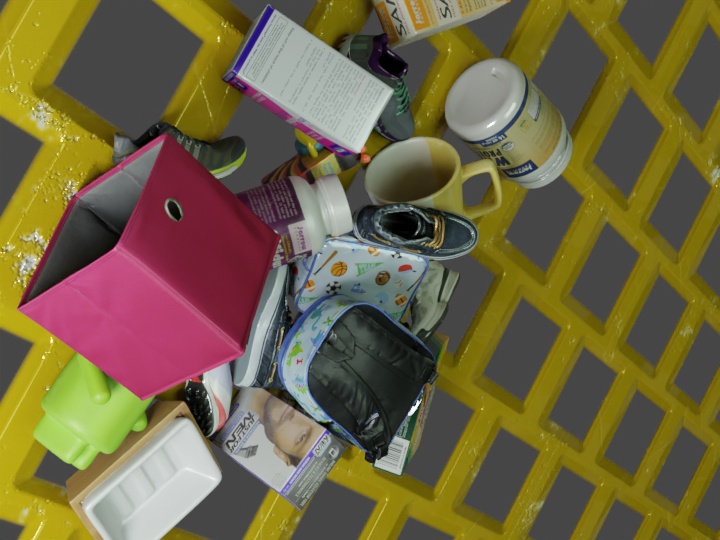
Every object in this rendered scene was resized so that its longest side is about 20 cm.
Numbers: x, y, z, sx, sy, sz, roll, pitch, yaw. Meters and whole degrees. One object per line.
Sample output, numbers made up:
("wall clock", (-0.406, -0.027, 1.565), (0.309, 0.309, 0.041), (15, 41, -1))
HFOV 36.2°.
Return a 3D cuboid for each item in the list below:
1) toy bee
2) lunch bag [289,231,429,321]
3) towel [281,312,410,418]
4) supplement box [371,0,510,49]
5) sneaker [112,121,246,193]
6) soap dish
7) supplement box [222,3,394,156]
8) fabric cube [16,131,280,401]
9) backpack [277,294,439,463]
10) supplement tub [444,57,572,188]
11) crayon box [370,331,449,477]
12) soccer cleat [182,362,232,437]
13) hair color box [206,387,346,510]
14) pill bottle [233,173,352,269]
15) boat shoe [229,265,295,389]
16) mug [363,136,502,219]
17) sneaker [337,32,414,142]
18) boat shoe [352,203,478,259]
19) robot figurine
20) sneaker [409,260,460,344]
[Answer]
("toy bee", (-0.044, -0.167, 1.567), (0.131, 0.108, 0.201), (37, 80, -41))
("lunch bag", (0.000, 0.000, 1.635), (0.198, 0.076, 0.161), (9, 122, -26))
("towel", (-0.020, 0.146, 1.720), (0.198, 0.085, 0.168), (-3, 108, -41))
("supplement box", (0.111, -0.416, 1.607), (0.199, 0.073, 0.127), (-27, 97, -32))
("sneaker", (-0.233, -0.154, 1.429), (0.199, 0.073, 0.082), (-19, 115, -38))
("soap dish", (-0.298, 0.289, 1.518), (0.200, 0.081, 0.158), (-42, 134, -23))
("supplement box", (-0.070, -0.247, 1.461), (0.199, 0.101, 0.104), (30, 85, -14))
("fabric cube", (-0.245, 0.000, 1.313), (0.199, 0.199, 0.198), (43, 40, -28))
("backpack", (-0.019, 0.135, 1.563), (0.200, 0.146, 0.184), (44, 75, -35))
("supplement tub", (0.243, -0.232, 1.773), (0.199, 0.144, 0.146), (35, 82, -43))
("crayon box", (0.083, 0.210, 1.791), (0.172, 0.058, 0.202), (-29, 136, -75))
("soccer cleat", (-0.214, 0.132, 1.565), (0.073, 0.067, 0.203), (-24, 118, -64))
("hair color box", (-0.124, 0.246, 1.582), (0.110, 0.199, 0.065), (-52, 133, -13))
("pill bottle", (-0.115, -0.062, 1.494), (0.198, 0.112, 0.113), (-19, 121, -8))
("boat shoe", (-0.123, 0.075, 1.604), (0.090, 0.071, 0.203), (12, 98, -37))
("mug", (0.110, -0.096, 1.691), (0.150, 0.185, 0.154), (-58, 145, -34))
("sneaker", (0.045, -0.263, 1.614), (0.200, 0.087, 0.075), (51, 54, -40))
("boat shoe", (0.092, -0.054, 1.550), (0.198, 0.091, 0.072), (5, 90, -24))
("robot figurine", (-0.329, 0.153, 1.422), (0.201, 0.115, 0.176), (-55, 160, -13))
("sneaker", (0.080, 0.040, 1.738), (0.076, 0.115, 0.201), (-56, -176, 35))
